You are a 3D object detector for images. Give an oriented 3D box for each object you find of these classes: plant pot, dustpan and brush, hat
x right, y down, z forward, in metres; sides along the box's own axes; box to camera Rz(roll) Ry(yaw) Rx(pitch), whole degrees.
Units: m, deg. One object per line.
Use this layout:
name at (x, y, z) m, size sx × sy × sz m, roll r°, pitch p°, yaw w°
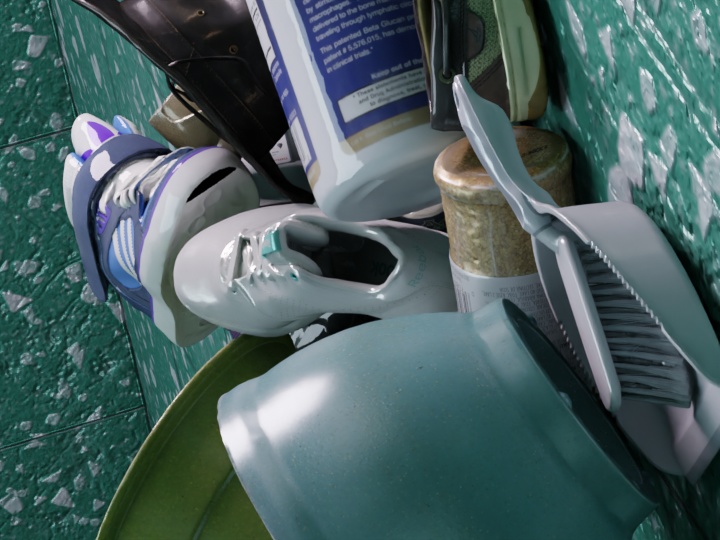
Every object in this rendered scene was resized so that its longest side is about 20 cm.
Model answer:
plant pot at (-0.020, 0.163, 1.447) m, size 0.190 × 0.200 × 0.200 m, roll 30°, pitch 153°, yaw 17°
dustpan and brush at (0.097, -0.005, 1.142) m, size 0.140 × 0.057 × 0.200 m, roll 97°, pitch 155°, yaw -70°
plant pot at (0.049, 0.097, 1.172) m, size 0.200 × 0.134 × 0.200 m, roll 51°, pitch -171°, yaw -11°
hat at (-0.078, -0.129, 1.460) m, size 0.201 × 0.081 × 0.201 m, roll 43°, pitch -176°, yaw -4°

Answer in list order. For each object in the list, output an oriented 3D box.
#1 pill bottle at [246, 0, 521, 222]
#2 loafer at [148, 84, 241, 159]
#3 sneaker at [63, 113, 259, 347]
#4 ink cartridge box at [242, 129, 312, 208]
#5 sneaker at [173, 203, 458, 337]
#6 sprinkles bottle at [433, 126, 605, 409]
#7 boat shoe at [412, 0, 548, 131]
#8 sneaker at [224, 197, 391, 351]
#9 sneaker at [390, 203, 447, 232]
pill bottle at (0.001, -0.135, 1.313) m, size 0.111 × 0.111 × 0.200 m, roll 110°, pitch 142°, yaw -73°
loafer at (-0.077, -0.160, 1.596) m, size 0.076 × 0.067 × 0.200 m, roll 149°, pitch 138°, yaw -78°
sneaker at (-0.135, -0.050, 1.558) m, size 0.146 × 0.081 × 0.200 m, roll 48°, pitch 159°, yaw 19°
ink cartridge box at (-0.042, -0.026, 1.698) m, size 0.200 × 0.083 × 0.147 m, roll -99°, pitch -1°, yaw -60°
sneaker at (-0.033, -0.007, 1.371) m, size 0.088 × 0.200 × 0.075 m, roll 19°, pitch -105°, yaw -52°
sprinkles bottle at (0.083, 0.031, 1.261) m, size 0.068 × 0.068 × 0.200 m, roll -125°, pitch 21°, yaw -60°
boat shoe at (0.035, -0.163, 1.217) m, size 0.073 × 0.065 × 0.200 m, roll 125°, pitch 129°, yaw -79°
sneaker at (0.000, 0.000, 1.528) m, size 0.088 × 0.076 × 0.200 m, roll 54°, pitch 129°, yaw 10°
sneaker at (0.010, -0.111, 1.405) m, size 0.090 × 0.067 × 0.200 m, roll -98°, pitch -15°, yaw -85°
